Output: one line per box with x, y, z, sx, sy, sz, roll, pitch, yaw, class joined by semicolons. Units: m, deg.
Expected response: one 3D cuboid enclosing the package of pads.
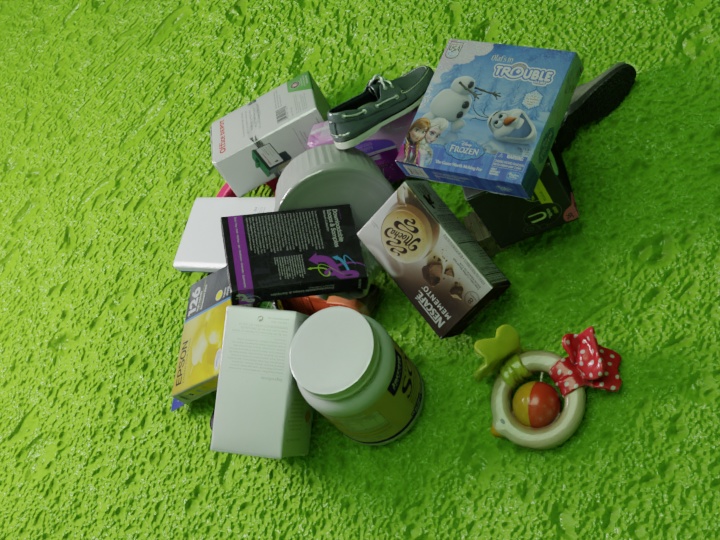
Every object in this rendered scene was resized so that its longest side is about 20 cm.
0.027;-0.196;1.699;0.197;0.121;0.076;-15;34;22;package of pads

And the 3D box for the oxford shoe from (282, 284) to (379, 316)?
-0.059;0.036;1.670;0.198;0.072;0.073;14;52;29;oxford shoe

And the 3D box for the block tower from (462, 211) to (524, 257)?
0.218;-0.072;1.574;0.198;0.054;0.058;-25;56;14;block tower

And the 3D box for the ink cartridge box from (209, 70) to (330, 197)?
-0.148;-0.231;1.809;0.198;0.085;0.147;-27;35;10;ink cartridge box

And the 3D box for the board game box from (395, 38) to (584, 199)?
0.170;-0.207;1.422;0.198;0.043;0.201;14;72;35;board game box

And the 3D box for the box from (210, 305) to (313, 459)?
-0.131;0.160;1.527;0.105;0.152;0.204;5;84;12;box

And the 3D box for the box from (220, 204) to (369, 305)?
-0.097;-0.025;1.542;0.197;0.036;0.144;-7;51;-8;box

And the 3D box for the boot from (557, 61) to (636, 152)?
0.307;-0.271;1.624;0.199;0.068;0.131;-39;52;5;boot

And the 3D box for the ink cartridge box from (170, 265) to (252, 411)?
-0.243;0.100;1.676;0.199;0.047;0.200;-25;49;41;ink cartridge box

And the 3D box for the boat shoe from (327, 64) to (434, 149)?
0.033;-0.260;1.611;0.199;0.062;0.073;-37;30;-16;boat shoe

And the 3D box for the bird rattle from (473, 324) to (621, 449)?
0.247;0.157;1.433;0.197;0.113;0.166;7;79;17;bird rattle

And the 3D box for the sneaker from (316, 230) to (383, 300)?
0.000;0.000;1.602;0.198;0.079;0.100;-21;48;-23;sneaker

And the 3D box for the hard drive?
-0.210;-0.059;1.773;0.197;0.025;0.134;2;65;32;hard drive

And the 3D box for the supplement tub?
-0.004;0.146;1.480;0.143;0.200;0.148;-9;62;18;supplement tub

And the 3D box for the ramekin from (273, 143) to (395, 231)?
-0.043;-0.102;1.651;0.200;0.203;0.095;-29;41;12;ramekin

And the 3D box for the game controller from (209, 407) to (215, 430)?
-0.161;0.171;1.658;0.103;0.042;0.202;17;73;34;game controller

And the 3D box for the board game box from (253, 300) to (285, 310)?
-0.196;0.091;1.691;0.200;0.023;0.106;-46;45;25;board game box

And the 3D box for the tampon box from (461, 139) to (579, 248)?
0.209;-0.166;1.501;0.125;0.150;0.203;-21;56;18;tampon box

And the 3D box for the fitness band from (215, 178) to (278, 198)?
-0.202;-0.080;1.820;0.142;0.037;0.202;11;70;35;fitness band

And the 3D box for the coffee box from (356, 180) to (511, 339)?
0.105;-0.016;1.529;0.113;0.080;0.201;-45;74;23;coffee box
